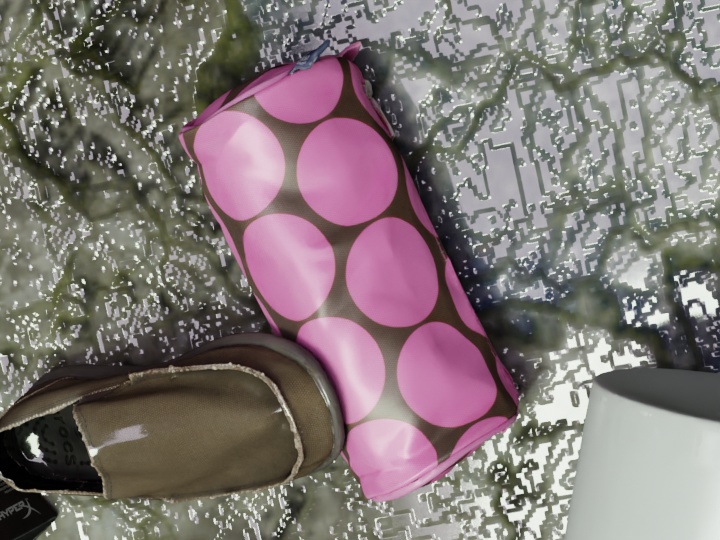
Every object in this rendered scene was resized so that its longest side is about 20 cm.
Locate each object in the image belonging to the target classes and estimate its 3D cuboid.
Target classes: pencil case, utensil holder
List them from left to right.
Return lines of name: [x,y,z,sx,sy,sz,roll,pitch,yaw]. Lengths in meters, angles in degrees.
pencil case: [0.000,0.000,1.234,0.093,0.091,0.201,-26,91,-27]
utensil holder: [0.160,0.154,1.162,0.169,0.170,0.201,8,97,15]

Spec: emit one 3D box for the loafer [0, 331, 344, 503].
loafer: [-0.093,0.080,1.241,0.199,0.071,0.073,-11,105,40]

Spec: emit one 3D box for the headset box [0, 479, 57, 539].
headset box: [-0.273,0.103,1.324,0.200,0.077,0.149,46,105,7]
